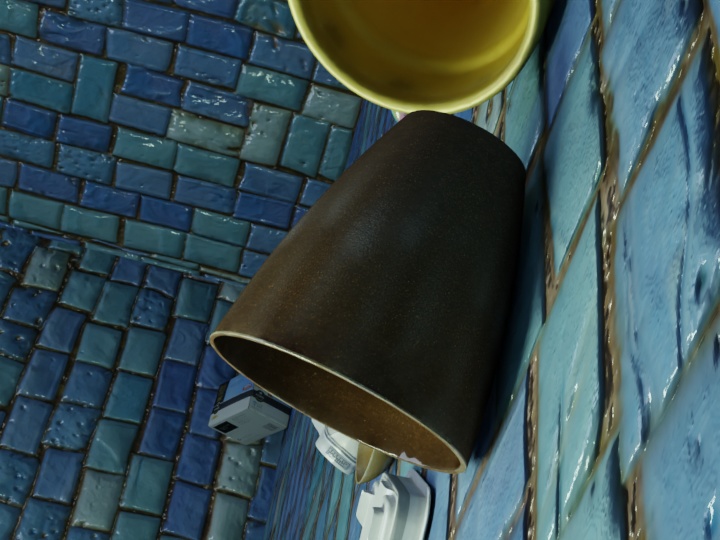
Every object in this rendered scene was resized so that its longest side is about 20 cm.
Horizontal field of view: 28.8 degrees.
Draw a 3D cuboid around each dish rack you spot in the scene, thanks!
[{"bbox_3d":[0.008,0.259,1.121,0.172,0.043,0.201,166,118,-86],"label":"dish rack"}]

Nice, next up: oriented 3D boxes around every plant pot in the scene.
[{"bbox_3d":[0.031,0.115,1.385,0.200,0.027,0.201,-165,90,-86],"label":"plant pot"},{"bbox_3d":[0.067,-0.250,1.086,0.189,0.200,0.201,-56,-13,-50],"label":"plant pot"},{"bbox_3d":[0.028,0.002,0.932,0.201,0.186,0.187,-62,0,-16],"label":"plant pot"}]

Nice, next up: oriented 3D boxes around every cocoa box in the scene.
[{"bbox_3d":[-0.286,0.357,3.712,0.200,0.133,0.132,-28,40,47],"label":"cocoa box"}]

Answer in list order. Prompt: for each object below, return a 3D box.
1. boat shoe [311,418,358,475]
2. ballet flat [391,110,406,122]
[{"bbox_3d":[-0.010,0.171,1.581,0.070,0.071,0.200,-49,2,3],"label":"boat shoe"},{"bbox_3d":[0.081,-0.284,1.821,0.071,0.069,0.201,-33,39,55],"label":"ballet flat"}]
